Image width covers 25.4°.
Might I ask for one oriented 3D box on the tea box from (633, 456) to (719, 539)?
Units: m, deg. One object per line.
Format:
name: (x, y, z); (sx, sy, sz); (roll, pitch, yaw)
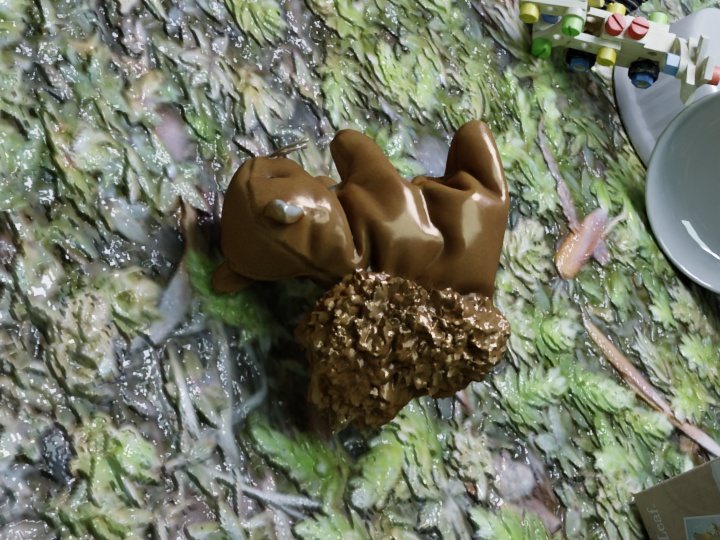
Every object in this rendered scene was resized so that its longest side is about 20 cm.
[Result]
tea box: (0.351, 0.238, 1.282); (0.196, 0.133, 0.202); (-6, 70, -49)

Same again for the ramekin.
ramekin: (0.350, -0.160, 1.580); (0.199, 0.097, 0.202); (28, 46, -34)

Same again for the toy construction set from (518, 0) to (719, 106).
toy construction set: (0.235, -0.218, 1.449); (0.198, 0.131, 0.093); (28, 72, 5)

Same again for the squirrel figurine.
squirrel figurine: (0.000, 0.000, 1.051); (0.185, 0.141, 0.202); (7, 58, -38)

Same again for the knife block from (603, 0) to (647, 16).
knife block: (0.226, -0.340, 1.589); (0.201, 0.064, 0.176); (52, 37, -8)

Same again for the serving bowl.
serving bowl: (0.364, -0.077, 1.464); (0.201, 0.199, 0.066); (55, 28, -4)
